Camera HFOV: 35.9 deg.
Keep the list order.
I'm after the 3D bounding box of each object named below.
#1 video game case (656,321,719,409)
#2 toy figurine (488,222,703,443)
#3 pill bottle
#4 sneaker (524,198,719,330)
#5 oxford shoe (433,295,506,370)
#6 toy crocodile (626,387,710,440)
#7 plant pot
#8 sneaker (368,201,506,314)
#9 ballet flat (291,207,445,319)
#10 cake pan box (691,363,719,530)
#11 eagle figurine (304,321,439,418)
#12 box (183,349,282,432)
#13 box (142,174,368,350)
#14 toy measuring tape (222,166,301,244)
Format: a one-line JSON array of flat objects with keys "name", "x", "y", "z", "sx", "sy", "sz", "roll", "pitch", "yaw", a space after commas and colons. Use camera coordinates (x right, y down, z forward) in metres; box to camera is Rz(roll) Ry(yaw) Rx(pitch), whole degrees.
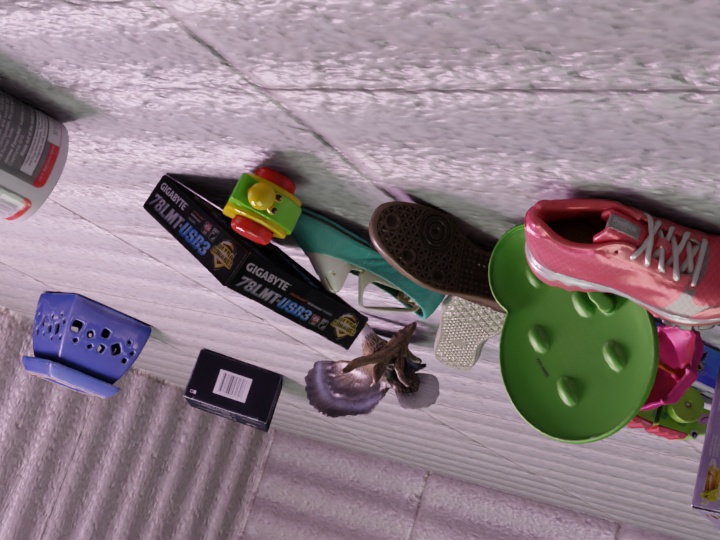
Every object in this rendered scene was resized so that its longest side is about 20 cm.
[{"name": "video game case", "x": 0.298, "y": 0.098, "z": 1.207, "sx": 0.199, "sy": 0.046, "sz": 0.181, "roll": 25, "pitch": 164, "yaw": -22}, {"name": "toy figurine", "x": 0.223, "y": 0.056, "z": 0.991, "sx": 0.183, "sy": 0.201, "sz": 0.150, "roll": 10, "pitch": 134, "yaw": -48}, {"name": "pill bottle", "x": -0.396, "y": -0.138, "z": 1.079, "sx": 0.199, "sy": 0.115, "sz": 0.113, "roll": 30, "pitch": 163, "yaw": -37}, {"name": "sneaker", "x": 0.213, "y": -0.011, "z": 0.843, "sx": 0.199, "sy": 0.074, "sz": 0.087, "roll": 11, "pitch": 160, "yaw": 24}, {"name": "oxford shoe", "x": 0.126, "y": 0.048, "z": 1.235, "sx": 0.075, "sy": 0.058, "sz": 0.200, "roll": 24, "pitch": 152, "yaw": 4}, {"name": "toy crocodile", "x": 0.292, "y": 0.141, "z": 1.156, "sx": 0.199, "sy": 0.062, "sz": 0.067, "roll": 22, "pitch": 165, "yaw": -12}, {"name": "plant pot", "x": -0.601, "y": 0.166, "z": 2.397, "sx": 0.199, "sy": 0.181, "sz": 0.199, "roll": 29, "pitch": 163, "yaw": -34}, {"name": "sneaker", "x": 0.082, "y": -0.003, "z": 1.051, "sx": 0.199, "sy": 0.071, "sz": 0.075, "roll": 25, "pitch": 166, "yaw": -23}, {"name": "ballet flat", "x": 0.000, "y": 0.000, "z": 1.172, "sx": 0.199, "sy": 0.071, "sz": 0.067, "roll": 23, "pitch": 169, "yaw": -15}, {"name": "cake pan box", "x": 0.377, "y": 0.159, "z": 1.046, "sx": 0.052, "sy": 0.185, "sz": 0.200, "roll": 8, "pitch": 162, "yaw": 36}, {"name": "eagle figurine", "x": 0.020, "y": 0.130, "z": 1.557, "sx": 0.151, "sy": 0.152, "sz": 0.200, "roll": 12, "pitch": 158, "yaw": -14}, {"name": "box", "x": -0.286, "y": 0.276, "z": 2.534, "sx": 0.195, "sy": 0.118, "sz": 0.200, "roll": 19, "pitch": 165, "yaw": 0}, {"name": "box", "x": -0.114, "y": -0.008, "z": 1.205, "sx": 0.198, "sy": 0.050, "sz": 0.200, "roll": 31, "pitch": -174, "yaw": -44}, {"name": "toy measuring tape", "x": -0.098, "y": -0.058, "z": 1.095, "sx": 0.073, "sy": 0.074, "sz": 0.200, "roll": 21, "pitch": 173, "yaw": -9}]
